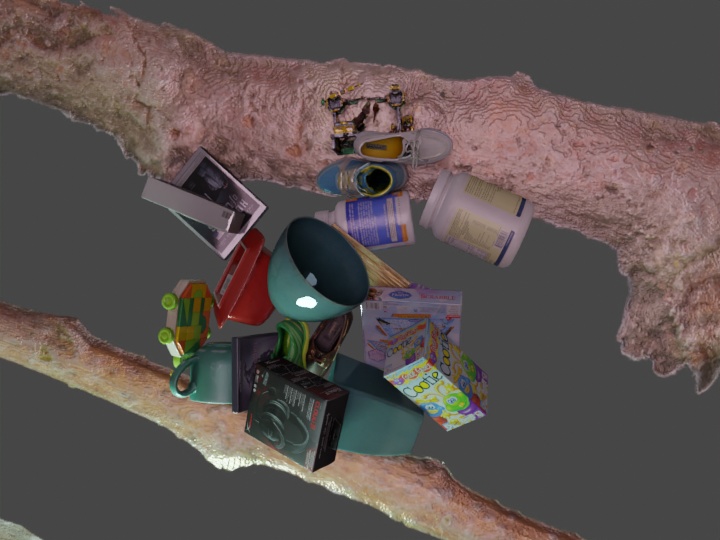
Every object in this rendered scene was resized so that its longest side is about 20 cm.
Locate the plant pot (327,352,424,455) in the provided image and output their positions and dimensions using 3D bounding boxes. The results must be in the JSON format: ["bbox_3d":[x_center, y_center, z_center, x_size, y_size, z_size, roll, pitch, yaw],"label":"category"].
[{"bbox_3d":[0.022,0.283,1.519,0.197,0.142,0.143,17,108,-3],"label":"plant pot"}]

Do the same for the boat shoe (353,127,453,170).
[{"bbox_3d":[0.088,-0.238,1.465,0.199,0.086,0.076,3,111,-9],"label":"boat shoe"}]

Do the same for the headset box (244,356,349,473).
[{"bbox_3d":[-0.116,0.273,1.428,0.198,0.077,0.151,23,108,32],"label":"headset box"}]

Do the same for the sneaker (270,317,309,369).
[{"bbox_3d":[-0.148,0.195,1.535,0.073,0.083,0.203,-5,88,43],"label":"sneaker"}]

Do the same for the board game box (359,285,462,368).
[{"bbox_3d":[0.102,0.120,1.507,0.197,0.041,0.201,3,133,7],"label":"board game box"}]

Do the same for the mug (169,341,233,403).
[{"bbox_3d":[-0.280,0.205,1.538,0.150,0.185,0.116,0,87,22],"label":"mug"}]

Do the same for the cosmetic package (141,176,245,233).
[{"bbox_3d":[-0.347,-0.134,1.572,0.198,0.083,0.051,22,95,6],"label":"cosmetic package"}]

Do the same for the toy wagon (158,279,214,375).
[{"bbox_3d":[-0.357,0.120,1.559,0.039,0.155,0.203,7,91,20],"label":"toy wagon"}]

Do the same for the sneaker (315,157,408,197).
[{"bbox_3d":[-0.012,-0.187,1.525,0.197,0.131,0.081,-5,102,18],"label":"sneaker"}]

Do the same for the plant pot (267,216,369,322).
[{"bbox_3d":[-0.099,0.019,1.431,0.135,0.200,0.201,-42,86,32],"label":"plant pot"}]

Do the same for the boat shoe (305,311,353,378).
[{"bbox_3d":[-0.082,0.162,1.575,0.070,0.070,0.202,27,94,2],"label":"boat shoe"}]

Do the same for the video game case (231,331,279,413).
[{"bbox_3d":[-0.195,0.200,1.524,0.019,0.199,0.145,-1,89,26],"label":"video game case"}]

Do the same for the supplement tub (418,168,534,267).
[{"bbox_3d":[0.230,-0.107,1.504,0.198,0.145,0.147,24,92,5],"label":"supplement tub"}]

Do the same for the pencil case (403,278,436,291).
[{"bbox_3d":[0.112,0.056,1.551,0.198,0.084,0.086,20,57,3],"label":"pencil case"}]

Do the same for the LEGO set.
[{"bbox_3d":[0.011,-0.309,1.540,0.197,0.116,0.156,4,91,5],"label":"LEGO set"}]

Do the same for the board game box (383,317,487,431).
[{"bbox_3d":[0.150,0.206,1.475,0.104,0.104,0.200,-30,120,32],"label":"board game box"}]

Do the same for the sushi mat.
[{"bbox_3d":[0.000,0.000,1.505,0.199,0.012,0.096,38,116,0],"label":"sushi mat"}]

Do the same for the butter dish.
[{"bbox_3d":[-0.206,0.035,1.549,0.147,0.200,0.201,27,92,-18],"label":"butter dish"}]

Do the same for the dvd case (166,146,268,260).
[{"bbox_3d":[-0.317,-0.144,1.621,0.200,0.025,0.151,41,94,5],"label":"dvd case"}]

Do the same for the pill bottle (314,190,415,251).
[{"bbox_3d":[0.009,-0.094,1.544,0.197,0.112,0.114,-7,89,5],"label":"pill bottle"}]
